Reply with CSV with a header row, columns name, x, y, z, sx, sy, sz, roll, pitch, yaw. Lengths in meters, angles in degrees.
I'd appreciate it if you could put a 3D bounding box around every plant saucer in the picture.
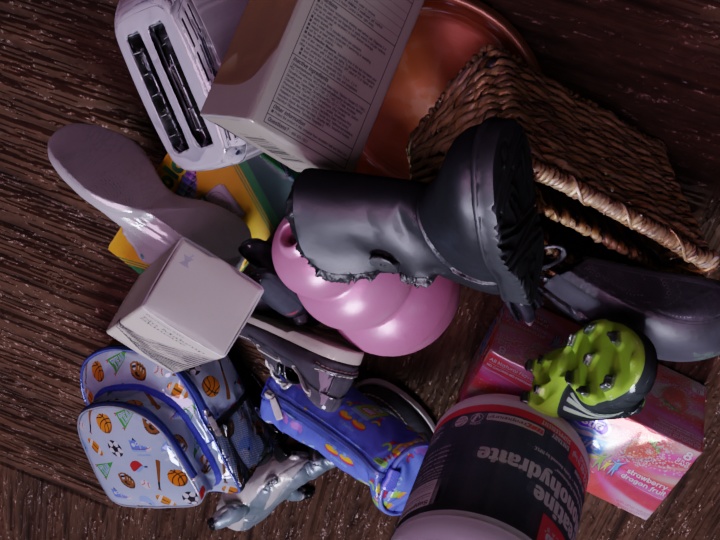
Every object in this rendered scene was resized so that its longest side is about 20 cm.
name,x,y,z,sx,sy,sz,roll,pitch,yaw
plant saucer,0.056,-0.137,0.833,0.200,0.032,0.201,10,123,15

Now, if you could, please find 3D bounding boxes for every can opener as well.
name,x,y,z,sx,sy,sz,roll,pitch,yaw
can opener,-0.069,0.017,0.896,0.079,0.200,0.063,-27,78,0

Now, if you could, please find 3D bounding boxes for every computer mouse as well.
name,x,y,z,sx,sy,sz,roll,pitch,yaw
computer mouse,0.196,0.033,0.751,0.200,0.053,0.139,10,161,15

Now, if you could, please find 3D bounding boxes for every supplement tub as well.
name,x,y,z,sx,sy,sz,roll,pitch,yaw
supplement tub,0.103,0.211,0.809,0.140,0.200,0.141,12,129,15

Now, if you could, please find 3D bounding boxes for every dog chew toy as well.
name,x,y,z,sx,sy,sz,roll,pitch,yaw
dog chew toy,0.000,0.000,0.841,0.124,0.125,0.200,-19,154,29

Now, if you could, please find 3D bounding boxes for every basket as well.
name,x,y,z,sx,sy,sz,roll,pitch,yaw
basket,0.137,-0.044,0.752,0.200,0.149,0.143,23,128,-25

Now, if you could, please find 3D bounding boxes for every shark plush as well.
name,x,y,z,sx,sy,sz,roll,pitch,yaw
shark plush,-0.085,0.230,1.114,0.200,0.091,0.083,-36,125,12

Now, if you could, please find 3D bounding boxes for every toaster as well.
name,x,y,z,sx,sy,sz,roll,pitch,yaw
toaster,-0.102,-0.164,0.791,0.114,0.129,0.200,0,116,50

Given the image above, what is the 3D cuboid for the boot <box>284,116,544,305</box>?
name,x,y,z,sx,sy,sz,roll,pitch,yaw
boot,0.026,-0.037,0.647,0.168,0.077,0.200,8,162,18

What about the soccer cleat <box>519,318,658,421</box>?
name,x,y,z,sx,sy,sz,roll,pitch,yaw
soccer cleat,0.185,0.080,0.742,0.081,0.068,0.200,13,167,-6

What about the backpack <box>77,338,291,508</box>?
name,x,y,z,sx,sy,sz,roll,pitch,yaw
backpack,-0.204,0.146,1.038,0.200,0.154,0.191,-11,105,29

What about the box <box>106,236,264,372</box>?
name,x,y,z,sx,sy,sz,roll,pitch,yaw
box,-0.156,0.036,0.859,0.082,0.068,0.200,33,161,-12

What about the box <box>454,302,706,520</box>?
name,x,y,z,sx,sy,sz,roll,pitch,yaw
box,0.196,0.121,0.900,0.200,0.095,0.103,26,127,3

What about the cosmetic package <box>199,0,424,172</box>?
name,x,y,z,sx,sy,sz,roll,pitch,yaw
cosmetic package,-0.024,-0.178,0.725,0.105,0.200,0.071,29,171,-40

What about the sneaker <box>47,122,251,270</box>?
name,x,y,z,sx,sy,sz,roll,pitch,yaw
sneaker,-0.196,-0.048,0.891,0.200,0.075,0.089,35,142,-1

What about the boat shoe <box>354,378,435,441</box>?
name,x,y,z,sx,sy,sz,roll,pitch,yaw
boat shoe,0.048,0.202,1.025,0.074,0.060,0.200,-17,112,34

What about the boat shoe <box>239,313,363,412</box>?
name,x,y,z,sx,sy,sz,roll,pitch,yaw
boat shoe,-0.072,0.081,0.937,0.200,0.073,0.063,15,91,55

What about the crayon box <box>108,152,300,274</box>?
name,x,y,z,sx,sy,sz,roll,pitch,yaw
crayon box,-0.139,-0.059,0.936,0.119,0.058,0.200,38,125,-5

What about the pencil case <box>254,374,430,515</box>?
name,x,y,z,sx,sy,sz,roll,pitch,yaw
pencil case,-0.016,0.153,0.957,0.200,0.087,0.078,30,106,38
